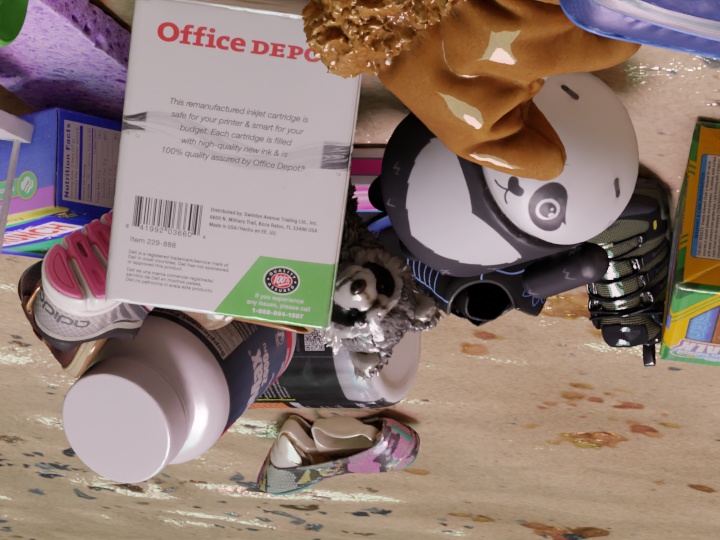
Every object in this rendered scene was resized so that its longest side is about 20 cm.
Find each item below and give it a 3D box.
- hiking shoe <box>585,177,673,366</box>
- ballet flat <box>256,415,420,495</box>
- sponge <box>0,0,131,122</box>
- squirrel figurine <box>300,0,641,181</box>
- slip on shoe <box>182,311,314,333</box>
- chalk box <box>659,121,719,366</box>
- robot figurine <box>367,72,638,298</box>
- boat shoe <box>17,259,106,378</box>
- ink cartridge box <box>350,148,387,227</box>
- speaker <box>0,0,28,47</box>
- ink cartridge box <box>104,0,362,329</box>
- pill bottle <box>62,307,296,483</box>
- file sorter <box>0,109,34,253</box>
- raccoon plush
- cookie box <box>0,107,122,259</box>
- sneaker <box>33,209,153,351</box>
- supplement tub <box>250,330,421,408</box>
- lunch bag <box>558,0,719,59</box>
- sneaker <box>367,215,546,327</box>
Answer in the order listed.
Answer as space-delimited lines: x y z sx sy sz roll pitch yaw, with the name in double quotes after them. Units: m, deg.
0.196 0.001 1.815 0.075 0.101 0.200 -10 157 19 "hiking shoe"
-0.035 0.172 2.458 0.199 0.069 0.071 -12 134 37 "ballet flat"
-0.208 -0.149 1.685 0.111 0.030 0.200 -1 158 28 "sponge"
0.070 -0.164 1.381 0.199 0.142 0.187 13 153 -20 "squirrel figurine"
-0.109 0.012 1.832 0.076 0.061 0.200 -11 168 44 "slip on shoe"
0.277 -0.003 1.744 0.123 0.125 0.200 7 159 4 "chalk box"
0.092 -0.064 1.653 0.150 0.125 0.200 22 157 -32 "robot figurine"
-0.220 0.025 1.835 0.072 0.072 0.200 35 180 -14 "boat shoe"
0.062 -0.057 1.821 0.199 0.037 0.095 -1 158 20 "ink cartridge box"
-0.312 -0.179 1.563 0.199 0.089 0.088 3 160 15 "speaker"
-0.076 -0.077 1.577 0.145 0.201 0.084 8 -161 0 "ink cartridge box"
-0.139 0.077 1.893 0.119 0.120 0.200 -1 -158 25 "pill bottle"
-0.323 -0.063 1.617 0.138 0.125 0.200 8 174 17 "file sorter"
0.000 0.000 1.737 0.134 0.097 0.200 47 -164 4 "raccoon plush"
-0.208 -0.056 1.811 0.171 0.076 0.200 -9 168 38 "cookie box"
-0.153 -0.004 1.711 0.074 0.200 0.088 46 133 11 "sneaker"
-0.061 0.051 2.037 0.199 0.123 0.123 -1 158 25 "supplement tub"
0.201 -0.183 1.265 0.199 0.136 0.132 11 161 -11 "lunch bag"
0.065 0.001 1.802 0.070 0.078 0.200 19 164 -33 "sneaker"
